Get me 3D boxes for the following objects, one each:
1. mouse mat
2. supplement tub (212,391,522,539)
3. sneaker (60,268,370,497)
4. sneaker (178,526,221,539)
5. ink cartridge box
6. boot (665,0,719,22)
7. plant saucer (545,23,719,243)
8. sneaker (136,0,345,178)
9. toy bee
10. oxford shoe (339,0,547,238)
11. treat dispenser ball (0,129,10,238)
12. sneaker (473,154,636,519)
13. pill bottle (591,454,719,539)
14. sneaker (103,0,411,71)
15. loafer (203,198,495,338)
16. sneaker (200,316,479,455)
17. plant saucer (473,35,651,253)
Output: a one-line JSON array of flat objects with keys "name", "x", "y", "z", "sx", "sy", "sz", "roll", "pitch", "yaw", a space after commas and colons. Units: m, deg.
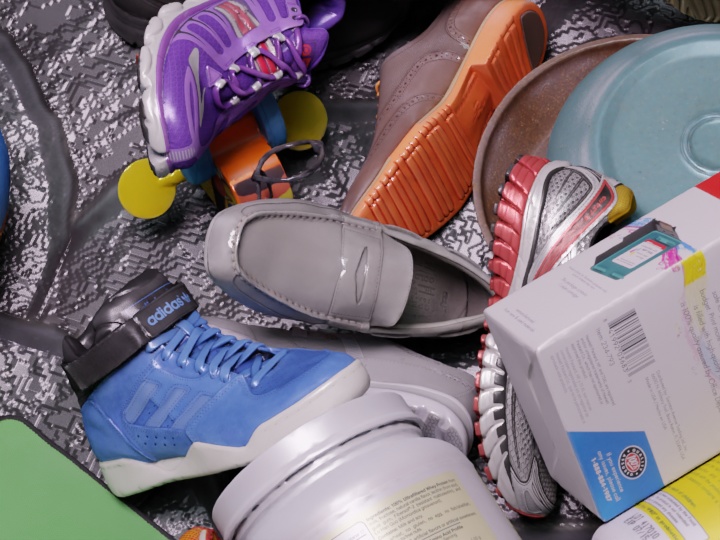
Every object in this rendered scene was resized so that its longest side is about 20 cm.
[{"name": "mouse mat", "x": -0.188, "y": 0.164, "z": 1.377, "sx": 0.200, "sy": 0.008, "sz": 0.161, "roll": 34, "pitch": 46, "yaw": 30}, {"name": "supplement tub", "x": 0.024, "y": 0.179, "z": 1.300, "sx": 0.145, "sy": 0.145, "sz": 0.200, "roll": -30, "pitch": 70, "yaw": -10}, {"name": "sneaker", "x": -0.089, "y": 0.050, "z": 1.365, "sx": 0.077, "sy": 0.199, "sz": 0.112, "roll": -32, "pitch": 99, "yaw": -44}, {"name": "sneaker", "x": -0.102, "y": 0.225, "z": 1.292, "sx": 0.077, "sy": 0.073, "sz": 0.201, "roll": -3, "pitch": 58, "yaw": 16}, {"name": "ink cartridge box", "x": 0.180, "y": 0.029, "z": 1.336, "sx": 0.199, "sy": 0.117, "sz": 0.067, "roll": -29, "pitch": 27, "yaw": -12}, {"name": "boot", "x": 0.138, "y": -0.226, "z": 1.532, "sx": 0.200, "sy": 0.175, "sz": 0.066, "roll": 41, "pitch": 109, "yaw": 55}, {"name": "plant saucer", "x": 0.204, "y": -0.065, "z": 1.430, "sx": 0.199, "sy": 0.036, "sz": 0.201, "roll": -2, "pitch": 63, "yaw": 5}, {"name": "sneaker", "x": -0.066, "y": -0.124, "z": 1.418, "sx": 0.083, "sy": 0.081, "sz": 0.200, "roll": 9, "pitch": 39, "yaw": 21}, {"name": "toy bee", "x": -0.080, "y": -0.055, "z": 1.485, "sx": 0.130, "sy": 0.109, "sz": 0.200, "roll": -12, "pitch": 34, "yaw": 1}, {"name": "oxford shoe", "x": 0.036, "y": -0.087, "z": 1.507, "sx": 0.073, "sy": 0.071, "sz": 0.200, "roll": 17, "pitch": 58, "yaw": 35}, {"name": "treat dispenser ball", "x": -0.303, "y": -0.052, "z": 1.441, "sx": 0.200, "sy": 0.201, "sz": 0.202, "roll": -3, "pitch": 62, "yaw": 5}, {"name": "sneaker", "x": 0.109, "y": 0.040, "z": 1.380, "sx": 0.082, "sy": 0.078, "sz": 0.201, "roll": 7, "pitch": 96, "yaw": 14}, {"name": "pill bottle", "x": 0.231, "y": 0.139, "z": 1.331, "sx": 0.199, "sy": 0.109, "sz": 0.109, "roll": -30, "pitch": 63, "yaw": -9}, {"name": "sneaker", "x": -0.068, "y": -0.178, "z": 1.546, "sx": 0.199, "sy": 0.091, "sz": 0.076, "roll": 1, "pitch": 60, "yaw": 6}, {"name": "loafer", "x": 0.000, "y": 0.000, "z": 1.390, "sx": 0.070, "sy": 0.199, "sz": 0.070, "roll": 4, "pitch": 86, "yaw": 47}, {"name": "sneaker", "x": -0.019, "y": 0.069, "z": 1.433, "sx": 0.199, "sy": 0.075, "sz": 0.082, "roll": 17, "pitch": 30, "yaw": 20}, {"name": "plant saucer", "x": 0.167, "y": -0.046, "z": 1.470, "sx": 0.199, "sy": 0.037, "sz": 0.201, "roll": -3, "pitch": 62, "yaw": 5}]
